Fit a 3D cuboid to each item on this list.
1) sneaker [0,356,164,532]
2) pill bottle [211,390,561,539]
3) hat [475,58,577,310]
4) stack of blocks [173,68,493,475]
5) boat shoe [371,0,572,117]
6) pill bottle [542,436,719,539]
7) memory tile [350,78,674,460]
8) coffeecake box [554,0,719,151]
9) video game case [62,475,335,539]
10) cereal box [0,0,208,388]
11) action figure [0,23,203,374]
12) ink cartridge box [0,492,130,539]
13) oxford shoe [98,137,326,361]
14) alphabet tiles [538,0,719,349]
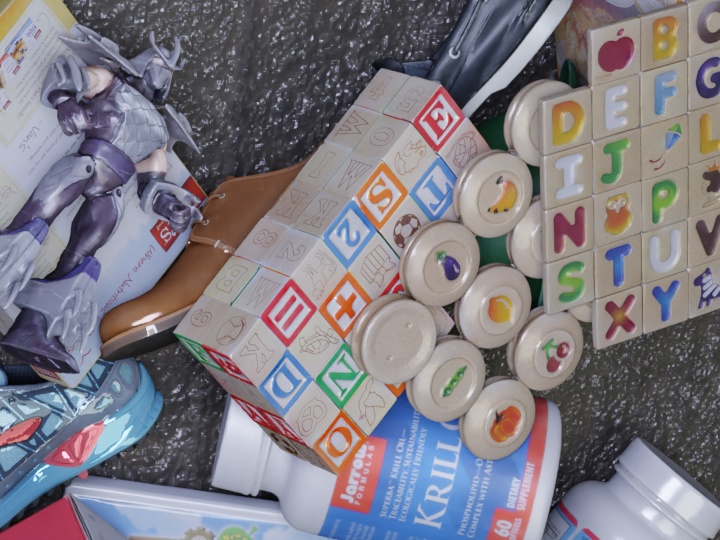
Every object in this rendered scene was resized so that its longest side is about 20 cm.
[{"bbox_3d":[-0.220,0.094,1.640,0.199,0.079,0.096,-32,110,-15],"label":"sneaker"},{"bbox_3d":[0.014,0.112,1.680,0.198,0.112,0.113,12,112,-4],"label":"pill bottle"},{"bbox_3d":[0.031,-0.042,1.684,0.175,0.166,0.202,9,74,-1],"label":"hat"},{"bbox_3d":[0.000,0.000,1.584,0.200,0.058,0.115,-52,128,-15],"label":"stack of blocks"},{"bbox_3d":[0.038,-0.110,1.664,0.066,0.075,0.199,40,114,-8],"label":"boat shoe"},{"bbox_3d":[0.156,0.215,1.880,0.109,0.109,0.200,35,96,-38],"label":"pill bottle"},{"bbox_3d":[0.092,0.001,1.590,0.153,0.017,0.201,39,85,-37],"label":"memory tile"},{"bbox_3d":[0.183,-0.126,1.680,0.073,0.154,0.201,-19,123,-19],"label":"coffeecake box"},{"bbox_3d":[-0.098,0.226,1.739,0.198,0.022,0.183,8,107,-5],"label":"video game case"},{"bbox_3d":[-0.181,-0.051,1.565,0.144,0.039,0.200,-52,131,-22],"label":"cereal box"},{"bbox_3d":[-0.146,-0.046,1.525,0.130,0.069,0.201,41,67,-32],"label":"action figure"},{"bbox_3d":[-0.224,0.220,1.619,0.199,0.084,0.176,-29,155,3],"label":"ink cartridge box"},{"bbox_3d":[-0.079,-0.012,1.615,0.199,0.071,0.072,-33,89,-28],"label":"oxford shoe"},{"bbox_3d":[0.174,-0.057,1.600,0.165,0.006,0.201,-17,119,-25],"label":"alphabet tiles"}]
